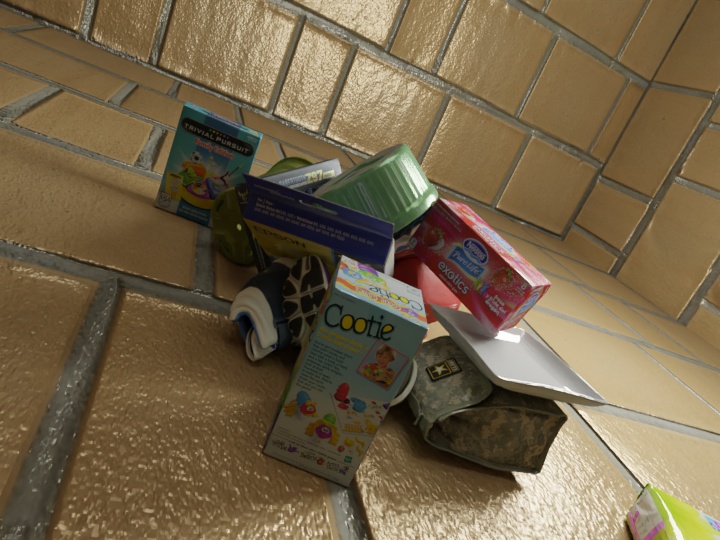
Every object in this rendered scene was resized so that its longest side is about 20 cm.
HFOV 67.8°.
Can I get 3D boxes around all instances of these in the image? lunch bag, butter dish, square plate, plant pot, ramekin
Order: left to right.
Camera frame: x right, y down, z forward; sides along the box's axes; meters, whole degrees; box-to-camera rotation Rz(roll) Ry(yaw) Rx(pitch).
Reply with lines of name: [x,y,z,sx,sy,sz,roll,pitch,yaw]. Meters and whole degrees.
plant pot: [-0.169,-0.099,0.992,0.199,0.203,0.183,32,31,21]
ramekin: [0.016,-0.119,0.860,0.099,0.197,0.200,60,12,-15]
butter dish: [0.098,0.054,0.988,0.197,0.151,0.198,10,-21,-39]
lunch bag: [0.151,0.177,0.750,0.196,0.120,0.164,13,18,-18]
square plate: [0.211,0.120,0.752,0.195,0.029,0.200,16,17,-24]

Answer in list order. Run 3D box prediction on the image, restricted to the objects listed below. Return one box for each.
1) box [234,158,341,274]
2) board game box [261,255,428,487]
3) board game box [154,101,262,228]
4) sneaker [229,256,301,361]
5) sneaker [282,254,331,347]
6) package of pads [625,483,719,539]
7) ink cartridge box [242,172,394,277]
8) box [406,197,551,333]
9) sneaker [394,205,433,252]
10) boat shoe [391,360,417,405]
box: [-0.102,-0.091,0.909,0.050,0.161,0.198,0,19,45]
board game box: [-0.017,0.106,0.581,0.103,0.203,0.103,23,18,-5]
board game box: [-0.291,-0.193,1.028,0.148,0.203,0.047,20,19,-13]
sneaker: [-0.094,0.094,0.749,0.201,0.080,0.147,49,49,-11]
sneaker: [-0.040,0.078,0.710,0.083,0.080,0.204,-16,89,-58]
package of pads: [0.426,0.371,0.656,0.152,0.069,0.200,27,18,4]
ink cartridge box: [-0.052,-0.038,0.706,0.194,0.048,0.200,19,-12,9]
box: [0.180,-0.011,0.826,0.200,0.096,0.099,48,26,26]
sneaker: [0.090,-0.040,1.031,0.077,0.199,0.076,47,42,-13]
boat shoe: [0.039,0.108,0.768,0.061,0.071,0.203,59,18,-24]
